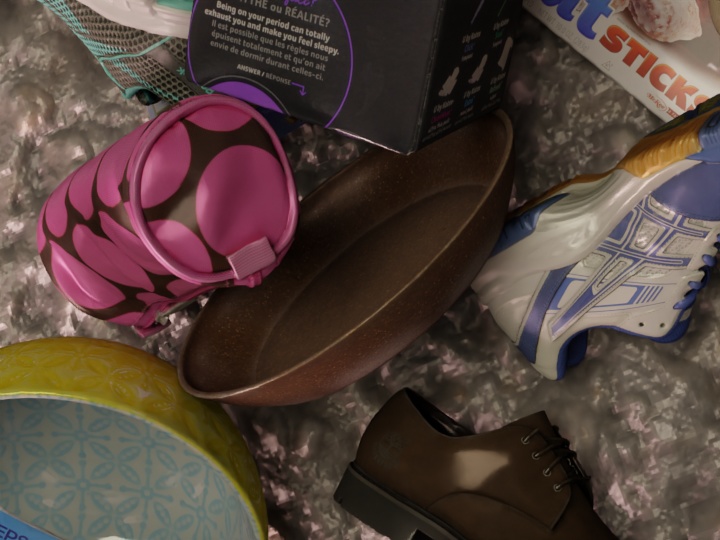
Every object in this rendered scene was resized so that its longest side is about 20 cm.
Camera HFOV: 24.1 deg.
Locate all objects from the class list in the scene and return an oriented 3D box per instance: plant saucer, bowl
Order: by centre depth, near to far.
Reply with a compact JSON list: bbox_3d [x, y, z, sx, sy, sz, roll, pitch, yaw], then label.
[{"bbox_3d":[0.000,0.000,0.805,0.200,0.201,0.037,-33,110,18],"label":"plant saucer"},{"bbox_3d":[-0.139,0.100,0.866,0.199,0.201,0.108,-21,34,21],"label":"bowl"}]

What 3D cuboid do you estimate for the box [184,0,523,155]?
[{"bbox_3d":[0.010,-0.170,0.741,0.122,0.106,0.201,20,114,20],"label":"box"}]

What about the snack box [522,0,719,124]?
[{"bbox_3d":[0.120,-0.144,0.830,0.200,0.024,0.072,43,106,22],"label":"snack box"}]

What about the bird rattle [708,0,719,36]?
[{"bbox_3d":[0.204,-0.164,0.719,0.163,0.112,0.200,-55,37,13],"label":"bird rattle"}]

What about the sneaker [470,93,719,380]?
[{"bbox_3d":[0.143,-0.017,0.777,0.199,0.075,0.088,-30,93,38],"label":"sneaker"}]

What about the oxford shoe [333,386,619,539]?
[{"bbox_3d":[0.083,0.113,0.796,0.199,0.073,0.085,25,93,24],"label":"oxford shoe"}]

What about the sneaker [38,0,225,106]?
[{"bbox_3d":[-0.124,-0.129,0.865,0.200,0.077,0.092,34,142,46],"label":"sneaker"}]

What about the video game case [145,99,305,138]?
[{"bbox_3d":[-0.045,-0.172,0.884,0.199,0.045,0.182,-28,72,29],"label":"video game case"}]

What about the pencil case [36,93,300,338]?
[{"bbox_3d":[-0.094,-0.021,0.817,0.090,0.200,0.094,-18,90,-21],"label":"pencil case"}]

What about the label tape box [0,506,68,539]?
[{"bbox_3d":[-0.152,0.196,0.833,0.143,0.066,0.201,26,116,-14],"label":"label tape box"}]
